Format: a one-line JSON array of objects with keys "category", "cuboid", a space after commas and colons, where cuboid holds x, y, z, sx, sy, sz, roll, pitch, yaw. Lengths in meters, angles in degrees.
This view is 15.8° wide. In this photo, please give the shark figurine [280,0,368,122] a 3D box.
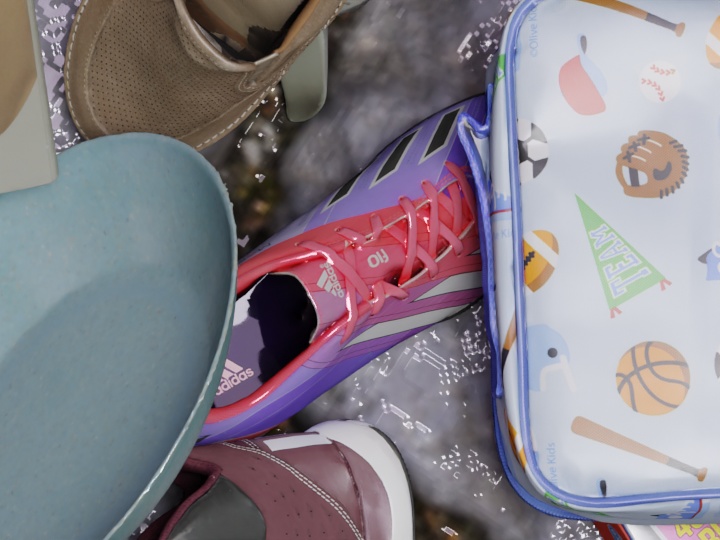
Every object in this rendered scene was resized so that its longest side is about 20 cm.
[{"category": "shark figurine", "cuboid": [-0.063, -0.140, 0.980, 0.214, 0.128, 0.090, 18, 53, 14]}]

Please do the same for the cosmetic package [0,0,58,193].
[{"category": "cosmetic package", "cuboid": [-0.154, -0.126, 0.880, 0.071, 0.200, 0.105, -12, 47, -9]}]

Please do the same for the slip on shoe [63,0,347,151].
[{"category": "slip on shoe", "cuboid": [-0.048, -0.092, 0.903, 0.076, 0.200, 0.061, 42, 42, -14]}]

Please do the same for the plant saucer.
[{"category": "plant saucer", "cuboid": [-0.107, 0.047, 0.896, 0.039, 0.201, 0.201, 39, 76, -36]}]

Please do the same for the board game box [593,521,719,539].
[{"category": "board game box", "cuboid": [0.201, 0.134, 0.970, 0.153, 0.040, 0.200, -30, 85, -11]}]

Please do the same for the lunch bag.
[{"category": "lunch bag", "cuboid": [0.115, -0.011, 0.927, 0.160, 0.076, 0.201, -2, 82, 0]}]

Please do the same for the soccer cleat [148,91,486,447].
[{"category": "soccer cleat", "cuboid": [0.000, 0.000, 0.951, 0.200, 0.073, 0.068, -36, 86, -11]}]

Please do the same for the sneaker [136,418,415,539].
[{"category": "sneaker", "cuboid": [-0.036, 0.152, 0.908, 0.115, 0.076, 0.201, 2, 71, -29]}]
